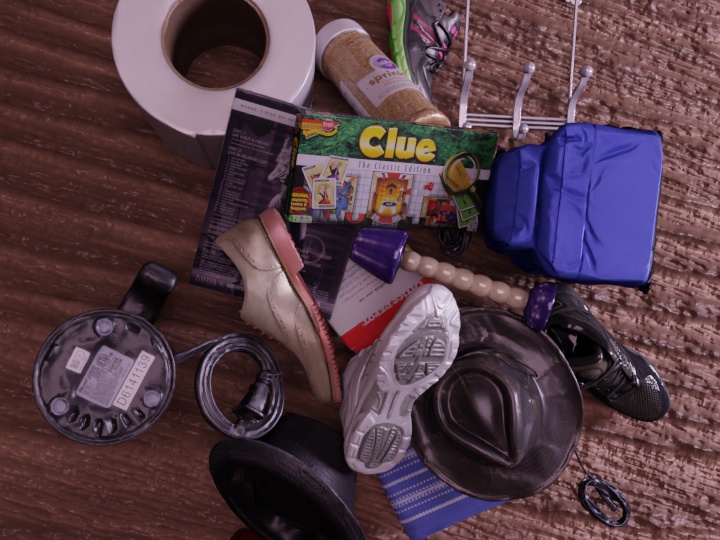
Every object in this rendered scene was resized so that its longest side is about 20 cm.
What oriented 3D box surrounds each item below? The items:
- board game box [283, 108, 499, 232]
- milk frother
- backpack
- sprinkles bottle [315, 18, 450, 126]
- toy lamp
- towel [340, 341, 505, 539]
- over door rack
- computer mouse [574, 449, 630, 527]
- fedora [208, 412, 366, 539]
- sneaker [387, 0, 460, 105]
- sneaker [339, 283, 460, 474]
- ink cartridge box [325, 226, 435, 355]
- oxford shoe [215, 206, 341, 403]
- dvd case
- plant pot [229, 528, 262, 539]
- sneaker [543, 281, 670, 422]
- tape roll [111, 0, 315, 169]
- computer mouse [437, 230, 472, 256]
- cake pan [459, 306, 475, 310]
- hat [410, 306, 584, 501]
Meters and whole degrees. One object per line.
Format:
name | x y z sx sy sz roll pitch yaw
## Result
board game box | 0.031 -0.093 0.710 0.200 0.023 0.105 1 110 -19
milk frother | -0.198 0.107 0.730 0.200 0.188 0.181 46 74 -10
backpack | 0.213 -0.070 0.774 0.168 0.200 0.163 11 92 5
sprinkles bottle | 0.018 -0.193 0.790 0.068 0.068 0.200 -30 55 -7
toy lamp | 0.088 0.004 0.723 0.200 0.058 0.058 17 83 6
towel | 0.077 0.175 0.784 0.145 0.024 0.200 -25 93 3
over door rack | 0.188 -0.252 0.857 0.148 0.067 0.200 2 84 -5
computer mouse | 0.226 0.194 0.798 0.059 0.034 0.200 -33 92 -24
fedora | -0.057 0.216 0.755 0.201 0.201 0.092 36 52 0
sneaker | 0.075 -0.264 0.845 0.084 0.077 0.200 -2 85 -1
sneaker | 0.023 0.092 0.717 0.078 0.099 0.200 18 107 -29
ink cartridge box | 0.000 0.000 0.793 0.116 0.067 0.200 -35 103 5
oxford shoe | -0.075 0.043 0.711 0.074 0.071 0.200 -23 95 -6
dvd case | -0.074 -0.062 0.729 0.149 0.016 0.200 15 104 -8
plant pot | -0.110 0.409 0.710 0.200 0.176 0.200 40 83 0
sneaker | 0.258 0.110 0.790 0.076 0.114 0.199 -38 102 26
tape roll | -0.149 -0.222 0.791 0.203 0.139 0.203 0 85 -4
computer mouse | 0.033 -0.094 0.833 0.200 0.053 0.139 6 105 -4
cake pan | 0.126 0.142 0.826 0.200 0.037 0.200 1 84 -5
hat | 0.126 0.138 0.719 0.200 0.081 0.201 0 92 8
